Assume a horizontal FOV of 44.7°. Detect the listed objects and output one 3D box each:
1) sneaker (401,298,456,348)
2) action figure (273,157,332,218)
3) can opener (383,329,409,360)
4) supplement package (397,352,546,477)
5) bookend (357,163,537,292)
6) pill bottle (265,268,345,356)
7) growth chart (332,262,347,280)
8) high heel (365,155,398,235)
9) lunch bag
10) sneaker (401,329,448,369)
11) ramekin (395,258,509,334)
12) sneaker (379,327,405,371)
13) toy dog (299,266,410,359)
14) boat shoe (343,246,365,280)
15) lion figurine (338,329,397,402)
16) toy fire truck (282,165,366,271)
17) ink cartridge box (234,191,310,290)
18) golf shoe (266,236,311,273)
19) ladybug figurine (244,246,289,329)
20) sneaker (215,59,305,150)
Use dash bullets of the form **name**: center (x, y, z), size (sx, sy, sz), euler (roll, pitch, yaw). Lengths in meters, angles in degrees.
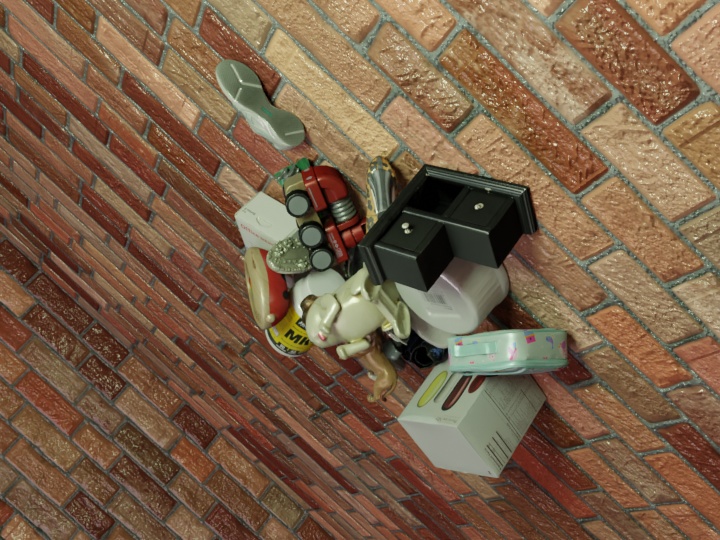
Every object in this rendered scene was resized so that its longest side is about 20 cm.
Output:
- **sneaker**: center (0.109, 0.083, 1.747), size (0.199, 0.075, 0.089), euler (41, 166, 14)
- **action figure**: center (-0.078, -0.121, 1.697), size (0.200, 0.055, 0.117), euler (48, 149, -21)
- **can opener**: center (0.061, 0.119, 1.756), size (0.052, 0.067, 0.200), euler (34, -169, -8)
- **supplement package**: center (0.218, 0.272, 1.723), size (0.148, 0.201, 0.190), euler (51, 151, -20)
- **bookend**: center (0.135, -0.052, 1.357), size (0.197, 0.200, 0.093), euler (19, 146, 37)
- **pill bottle**: center (-0.109, 0.084, 1.794), size (0.114, 0.114, 0.200), euler (41, 136, -1)
- **growth chart**: center (-0.051, -0.011, 1.855), size (0.198, 0.018, 0.146), euler (15, 143, 41)
- **high heel**: center (0.039, -0.092, 1.511), size (0.070, 0.144, 0.201), euler (-2, 142, -3)
- **lunch bag**: center (0.252, 0.146, 1.537), size (0.199, 0.158, 0.078), euler (-16, 77, 54)
- **sneaker**: center (0.124, 0.169, 1.826), size (0.070, 0.078, 0.200), euler (41, 153, -4)
- **ramekin**: center (0.154, 0.019, 1.548), size (0.199, 0.098, 0.202), euler (31, 151, 19)
- **sneaker**: center (0.032, 0.135, 1.873), size (0.200, 0.082, 0.075), euler (46, 163, -10)
- **toy dog**: center (-0.025, 0.069, 1.621), size (0.198, 0.196, 0.139), euler (-28, 127, 27)
- **boat shoe**: center (0.000, 0.000, 1.750), size (0.067, 0.072, 0.201), euler (38, 147, 18)
- **lion figurine**: center (0.029, 0.185, 1.797), size (0.122, 0.073, 0.201), euler (-24, 111, 44)
- **toy fire truck**: center (-0.025, -0.109, 1.593), size (0.129, 0.197, 0.178), euler (-110, -3, -65)
- **ink cartridge box**: center (-0.169, -0.048, 1.848), size (0.144, 0.088, 0.201), euler (30, 153, 30)
- **golf shoe**: center (-0.119, -0.019, 1.724), size (0.079, 0.199, 0.097), euler (54, 129, 15)
- **ladybug figurine**: center (-0.185, 0.033, 1.738), size (0.201, 0.071, 0.137), euler (-110, 17, -46)
- **sneaker**: center (-0.191, -0.289, 1.574), size (0.200, 0.071, 0.080), euler (46, 155, -11)
